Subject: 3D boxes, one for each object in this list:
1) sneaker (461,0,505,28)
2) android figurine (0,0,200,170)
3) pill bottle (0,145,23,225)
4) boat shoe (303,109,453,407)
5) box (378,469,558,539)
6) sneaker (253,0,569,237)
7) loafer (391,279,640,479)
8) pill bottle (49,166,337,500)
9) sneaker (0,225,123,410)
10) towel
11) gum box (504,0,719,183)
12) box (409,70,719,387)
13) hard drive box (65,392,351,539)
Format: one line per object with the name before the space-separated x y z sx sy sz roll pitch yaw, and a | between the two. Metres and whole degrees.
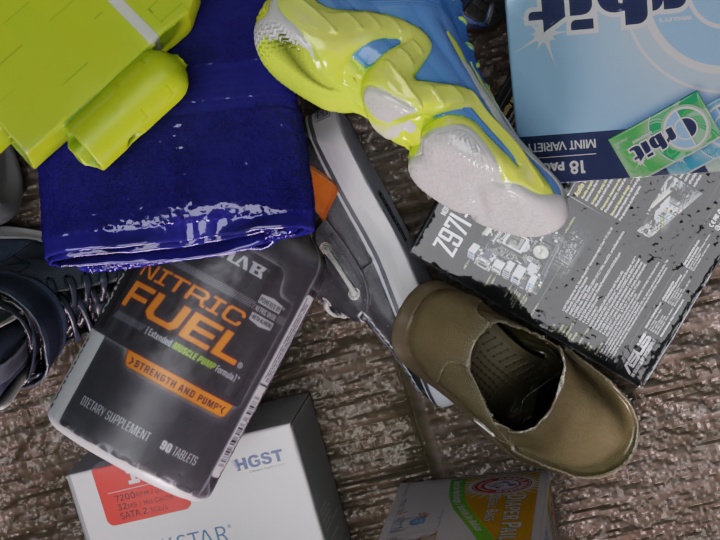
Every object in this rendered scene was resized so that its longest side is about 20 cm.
sneaker | 0.007 -0.211 1.044 0.199 0.078 0.076 35 73 -8
android figurine | -0.167 -0.141 0.915 0.200 0.041 0.182 -41 82 -8
pill bottle | -0.324 -0.045 1.106 0.199 0.109 0.109 -23 97 12
boat shoe | 0.000 0.000 1.083 0.067 0.072 0.201 -26 94 11
box | 0.068 0.202 1.048 0.101 0.200 0.113 -6 99 9
sneaker | 0.045 -0.107 0.930 0.200 0.076 0.105 36 68 -15
loafer | 0.102 0.077 1.045 0.199 0.067 0.076 30 89 -32
pill bottle | -0.089 0.022 1.007 0.106 0.106 0.201 27 85 2
sneaker | -0.170 0.030 1.073 0.201 0.146 0.077 0 115 10
towel | -0.105 -0.101 0.953 0.147 0.050 0.201 -6 75 -2
gum box | 0.162 -0.152 0.940 0.169 0.045 0.201 -4 108 9
box | 0.149 -0.061 1.040 0.163 0.086 0.201 29 104 2
hard drive box | -0.084 0.199 1.135 0.155 0.077 0.201 -15 98 11
